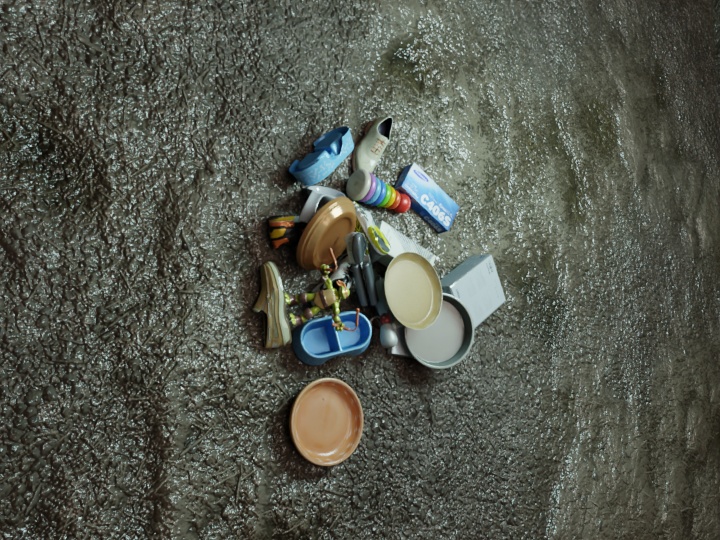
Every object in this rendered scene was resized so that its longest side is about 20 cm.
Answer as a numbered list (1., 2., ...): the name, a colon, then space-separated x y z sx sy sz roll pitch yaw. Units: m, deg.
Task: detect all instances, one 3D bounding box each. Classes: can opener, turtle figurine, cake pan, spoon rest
1. can opener: 0.000 0.000 1.551 0.067 0.052 0.201 -62 143 -59
2. turtle figurine: -0.093 0.060 1.482 0.160 0.064 0.201 -18 87 4
3. cake pan: 0.205 0.160 1.687 0.199 0.037 0.202 1 85 -14
4. spoon rest: -0.096 -0.174 1.546 0.099 0.061 0.200 17 27 5

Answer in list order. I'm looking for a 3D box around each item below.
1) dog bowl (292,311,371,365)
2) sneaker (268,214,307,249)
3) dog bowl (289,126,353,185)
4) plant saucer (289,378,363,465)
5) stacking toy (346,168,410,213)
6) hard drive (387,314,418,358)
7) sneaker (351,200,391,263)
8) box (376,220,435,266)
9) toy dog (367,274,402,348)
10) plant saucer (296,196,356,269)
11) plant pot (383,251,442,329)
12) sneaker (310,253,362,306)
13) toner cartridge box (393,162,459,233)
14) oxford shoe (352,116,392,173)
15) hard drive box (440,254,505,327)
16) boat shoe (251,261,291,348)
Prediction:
1. dog bowl: -0.063 0.158 1.525 0.199 0.050 0.112 -12 78 -18
2. sneaker: -0.134 -0.092 1.557 0.199 0.070 0.091 -3 96 -34
3. dog bowl: -0.092 -0.284 1.587 0.200 0.111 0.050 -50 123 -31
4. plant saucer: -0.084 0.358 1.505 0.199 0.037 0.201 8 75 -33
5. stacking toy: 0.060 -0.201 1.697 0.199 0.085 0.086 18 71 -39
6. hard drive: 0.136 0.134 1.719 0.131 0.027 0.201 13 74 -33
7. sneaker: 0.000 -0.098 1.615 0.074 0.085 0.200 27 27 -45
8. box: 0.103 -0.047 1.705 0.199 0.068 0.083 30 65 -27
9. toy dog: 0.065 0.103 1.638 0.096 0.131 0.201 50 52 -64
10. plant saucer: -0.073 -0.082 1.523 0.037 0.201 0.200 35 54 21
11. plant pot: 0.130 0.053 1.612 0.199 0.027 0.201 10 73 -36
12. sneaker: -0.041 0.021 1.587 0.074 0.080 0.200 48 57 -15
13. toner cartridge box: 0.190 -0.206 1.814 0.200 0.043 0.095 40 60 -22
14. oxford shoe: 0.034 -0.336 1.710 0.071 0.074 0.201 28 66 -28
15. hard drive box: 0.312 0.067 1.810 0.200 0.077 0.157 -33 110 -35
16. boat shoe: -0.214 0.081 1.464 0.076 0.072 0.201 -10 85 -20
